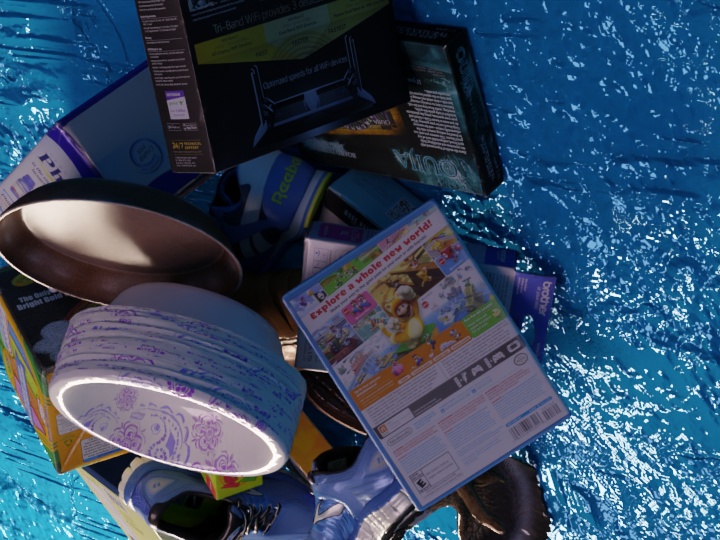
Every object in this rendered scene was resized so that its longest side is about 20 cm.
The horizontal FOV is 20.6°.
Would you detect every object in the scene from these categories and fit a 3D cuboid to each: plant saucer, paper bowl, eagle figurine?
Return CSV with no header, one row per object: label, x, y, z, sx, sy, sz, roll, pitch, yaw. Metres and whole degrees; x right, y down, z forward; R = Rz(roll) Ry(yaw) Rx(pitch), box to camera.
plant saucer,-0.188,-0.023,1.555,0.199,0.035,0.200,7,157,3
paper bowl,-0.141,0.081,1.588,0.199,0.105,0.201,14,158,6
eagle figurine,0.081,0.185,1.733,0.200,0.150,0.153,54,-154,-68

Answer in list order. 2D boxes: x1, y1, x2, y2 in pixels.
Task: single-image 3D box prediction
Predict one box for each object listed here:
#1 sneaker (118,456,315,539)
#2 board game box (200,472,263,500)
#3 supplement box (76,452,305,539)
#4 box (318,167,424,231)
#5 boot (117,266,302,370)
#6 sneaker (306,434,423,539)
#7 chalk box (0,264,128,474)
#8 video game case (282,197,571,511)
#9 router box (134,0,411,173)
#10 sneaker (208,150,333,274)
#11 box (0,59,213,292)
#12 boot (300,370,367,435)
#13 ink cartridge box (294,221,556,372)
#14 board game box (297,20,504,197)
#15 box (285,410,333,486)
sneaker,-0.119,0.224,1.797,0.089,0.199,0.079,50,125,54
board game box,-0.150,0.099,1.784,0.200,0.047,0.102,53,154,43
supplement box,-0.163,0.221,1.949,0.200,0.134,0.200,24,151,56
box,0.000,0.000,1.677,0.082,0.049,0.200,39,146,14
boot,-0.092,0.023,1.655,0.200,0.077,0.155,41,147,-28
sneaker,-0.005,0.194,1.655,0.089,0.078,0.200,53,132,16
chalk box,-0.253,0.061,1.778,0.200,0.124,0.124,-127,27,-46
video game case,0.051,0.066,1.537,0.201,0.143,0.018,57,-173,-4
router box,-0.062,-0.171,1.410,0.052,0.199,0.158,4,110,46
sneaker,-0.089,-0.052,1.680,0.082,0.074,0.200,26,153,-10
box,-0.196,-0.095,1.687,0.105,0.184,0.200,52,146,-4
boot,-0.042,0.082,1.812,0.200,0.075,0.097,41,170,5
ink cartridge box,0.051,0.033,1.579,0.199,0.042,0.120,9,118,5
board game box,0.014,-0.134,1.545,0.199,0.028,0.136,14,134,40
box,-0.073,0.144,1.844,0.200,0.041,0.119,51,170,-34
